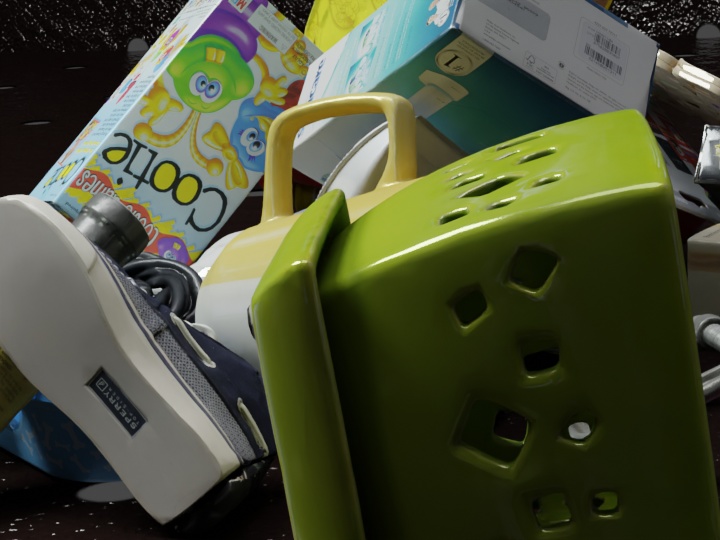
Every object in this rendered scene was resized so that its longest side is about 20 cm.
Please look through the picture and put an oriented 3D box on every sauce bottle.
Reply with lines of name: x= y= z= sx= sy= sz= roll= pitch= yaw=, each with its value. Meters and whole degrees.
sauce bottle: x=-0.191 y=0.041 z=1.047 sx=0.200 sy=0.065 sz=0.065 roll=-47 pitch=31 yaw=-20

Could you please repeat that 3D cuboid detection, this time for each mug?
mug: x=-0.006 y=0.012 z=1.140 sx=0.153 sy=0.149 sz=0.187 roll=-6 pitch=54 yaw=32

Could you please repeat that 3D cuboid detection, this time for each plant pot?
plant pot: x=0.057 y=0.049 z=0.876 sx=0.181 sy=0.200 sz=0.199 roll=-10 pitch=12 yaw=6

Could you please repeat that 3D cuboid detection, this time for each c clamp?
c clamp: x=0.183 y=0.049 z=1.087 sx=0.171 sy=0.027 sz=0.200 roll=-23 pitch=5 yaw=6

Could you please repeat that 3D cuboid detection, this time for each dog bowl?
dog bowl: x=-0.160 y=0.075 z=1.137 sx=0.111 sy=0.050 sz=0.200 roll=-11 pitch=15 yaw=-32

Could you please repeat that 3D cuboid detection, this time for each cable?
cable: x=-0.188 y=0.025 z=1.170 sx=0.163 sy=0.051 sz=0.200 roll=7 pitch=13 yaw=23

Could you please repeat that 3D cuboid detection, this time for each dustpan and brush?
dustpan and brush: x=0.000 y=0.000 z=1.237 sx=0.140 sy=0.200 sz=0.057 roll=36 pitch=7 yaw=-37

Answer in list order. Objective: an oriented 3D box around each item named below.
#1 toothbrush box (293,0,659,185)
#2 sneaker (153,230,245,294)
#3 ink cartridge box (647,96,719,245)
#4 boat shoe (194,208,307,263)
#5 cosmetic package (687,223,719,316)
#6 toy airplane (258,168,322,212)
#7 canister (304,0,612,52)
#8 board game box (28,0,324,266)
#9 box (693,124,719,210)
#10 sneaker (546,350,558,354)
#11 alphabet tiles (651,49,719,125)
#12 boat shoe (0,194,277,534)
toothbrush box: x=0.066 y=-0.104 z=1.236 sx=0.146 sy=0.085 sz=0.200 roll=29 pitch=-35 yaw=-20
sneaker: x=-0.111 y=0.034 z=1.269 sx=0.200 sy=0.075 sz=0.089 roll=-17 pitch=21 yaw=10
ink cartridge box: x=0.177 y=-0.073 z=1.429 sx=0.200 sy=0.084 sz=0.176 roll=16 pitch=35 yaw=-52
boat shoe: x=-0.080 y=0.015 z=1.354 sx=0.200 sy=0.065 sz=0.074 roll=-19 pitch=17 yaw=44
cosmetic package: x=0.319 y=0.010 z=1.256 sx=0.200 sy=0.071 sz=0.105 roll=5 pitch=14 yaw=32
toy airplane: x=0.027 y=-0.040 z=1.456 sx=0.200 sy=0.141 sz=0.199 roll=-5 pitch=43 yaw=-29
canister: x=0.076 y=-0.190 z=1.422 sx=0.200 sy=0.149 sz=0.087 roll=-9 pitch=53 yaw=-32
board game box: x=-0.122 y=-0.092 z=1.364 sx=0.200 sy=0.103 sz=0.105 roll=-52 pitch=17 yaw=-11
box: x=0.354 y=-0.042 z=1.347 sx=0.200 sy=0.050 sz=0.198 roll=5 pitch=-13 yaw=29
sneaker: x=0.101 y=0.031 z=1.270 sx=0.105 sy=0.076 sz=0.200 roll=-22 pitch=13 yaw=2
alphabet tiles: x=0.267 y=-0.115 z=1.425 sx=0.195 sy=0.015 sz=0.200 roll=32 pitch=3 yaw=38
boat shoe: x=-0.116 y=0.042 z=1.020 sx=0.075 sy=0.200 sz=0.093 roll=-39 pitch=-9 yaw=25
